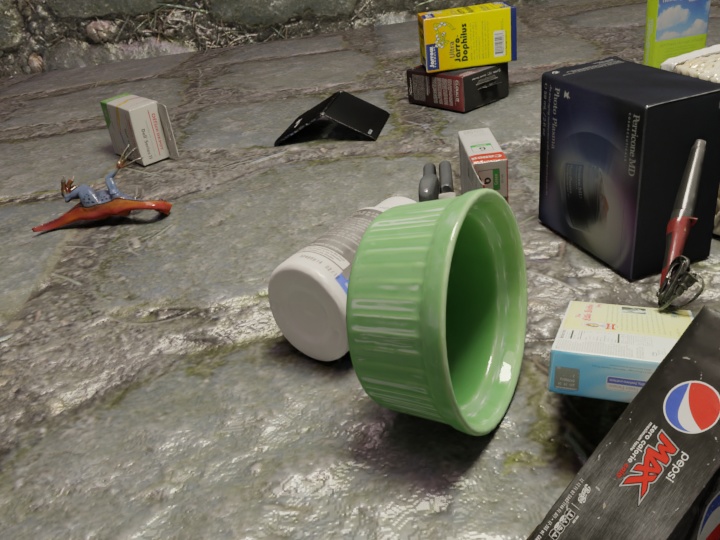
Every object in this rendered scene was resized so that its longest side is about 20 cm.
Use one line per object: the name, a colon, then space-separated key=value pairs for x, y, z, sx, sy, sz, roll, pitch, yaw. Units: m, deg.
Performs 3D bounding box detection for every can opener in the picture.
can opener: x=0.117 y=-0.128 z=1.014 sx=0.051 sy=0.068 sz=0.201 roll=-4 pitch=24 yaw=9

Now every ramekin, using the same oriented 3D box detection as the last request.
ramekin: x=0.070 y=0.034 z=0.591 sx=0.096 sy=0.204 sz=0.200 roll=1 pitch=28 yaw=31

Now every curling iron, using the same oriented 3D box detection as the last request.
curling iron: x=0.323 y=-0.047 z=0.664 sx=0.025 sy=0.050 sz=0.203 roll=29 pitch=63 yaw=-12

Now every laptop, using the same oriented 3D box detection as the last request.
laptop: x=-0.057 y=-0.301 z=1.430 sx=0.197 sy=0.104 sz=0.178 roll=-26 pitch=20 yaw=25

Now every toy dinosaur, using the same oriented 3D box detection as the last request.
toy dinosaur: x=-0.410 y=-0.102 z=1.130 sx=0.179 sy=0.105 sz=0.203 roll=24 pitch=78 yaw=26

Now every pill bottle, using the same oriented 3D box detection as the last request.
pill bottle: x=0.000 y=0.000 z=0.750 sx=0.112 sy=0.116 sz=0.199 roll=13 pitch=35 yaw=34

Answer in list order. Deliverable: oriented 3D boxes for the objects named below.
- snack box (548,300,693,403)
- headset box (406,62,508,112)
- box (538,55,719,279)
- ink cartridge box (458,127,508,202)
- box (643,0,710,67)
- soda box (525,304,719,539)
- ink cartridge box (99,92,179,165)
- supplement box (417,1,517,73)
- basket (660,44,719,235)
snack box: x=0.230 y=0.066 z=0.584 sx=0.113 sy=0.038 sz=0.199 roll=5 pitch=10 yaw=21
headset box: x=0.220 y=-0.413 z=1.489 sx=0.147 sy=0.079 sz=0.198 roll=-26 pitch=31 yaw=-30
box: x=0.315 y=-0.131 z=0.814 sx=0.121 sy=0.204 sz=0.199 roll=-15 pitch=28 yaw=-15
ink cartridge box: x=0.169 y=-0.106 z=0.904 sx=0.049 sy=0.111 sz=0.201 roll=-7 pitch=28 yaw=2
box: x=0.637 y=-0.478 z=1.364 sx=0.119 sy=0.204 sz=0.048 roll=-11 pitch=27 yaw=-7
soda box: x=0.192 y=0.127 z=0.419 sx=0.201 sy=0.063 sz=0.071 roll=-51 pitch=37 yaw=-4
ink cartridge box: x=-0.459 y=-0.291 z=1.401 sx=0.067 sy=0.120 sz=0.198 roll=-28 pitch=33 yaw=-32
supplement box: x=0.227 y=-0.501 z=1.450 sx=0.195 sy=0.112 sz=0.109 roll=-8 pitch=27 yaw=1
basket: x=0.488 y=-0.166 z=0.843 sx=0.196 sy=0.202 sz=0.161 roll=-18 pitch=33 yaw=-19
